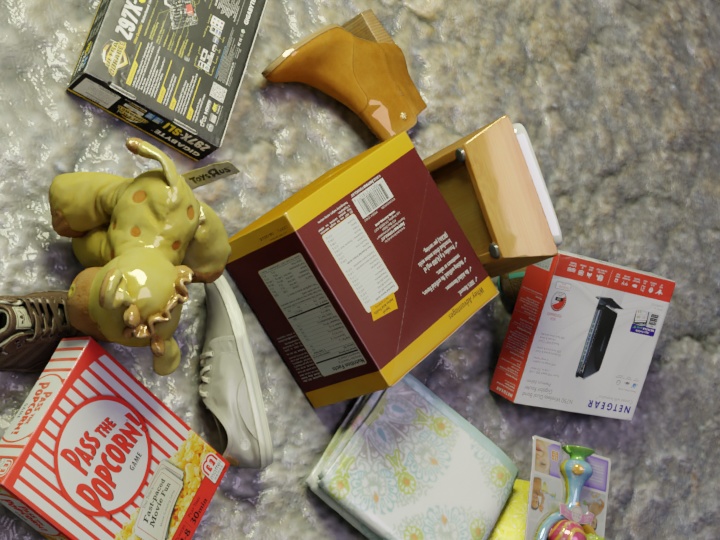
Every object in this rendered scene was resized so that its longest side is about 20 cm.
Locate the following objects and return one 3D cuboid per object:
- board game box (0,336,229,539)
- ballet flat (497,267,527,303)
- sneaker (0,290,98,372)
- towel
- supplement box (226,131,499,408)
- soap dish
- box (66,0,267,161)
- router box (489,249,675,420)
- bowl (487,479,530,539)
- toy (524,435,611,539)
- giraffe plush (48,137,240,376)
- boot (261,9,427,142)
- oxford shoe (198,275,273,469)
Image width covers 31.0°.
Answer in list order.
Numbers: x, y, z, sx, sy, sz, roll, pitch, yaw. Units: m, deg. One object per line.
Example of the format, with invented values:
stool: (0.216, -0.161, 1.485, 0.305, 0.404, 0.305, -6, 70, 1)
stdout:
board game box: (-0.222, 0.179, 1.150, 0.200, 0.046, 0.152, 48, 53, -33)
ballet flat: (0.259, 0.012, 1.584, 0.199, 0.072, 0.068, 6, 71, -37)
sneaker: (-0.300, 0.054, 1.136, 0.199, 0.075, 0.071, -12, 84, -39)
towel: (0.058, 0.217, 1.362, 0.200, 0.048, 0.171, 40, 57, -6)
supplement box: (0.000, 0.000, 1.348, 0.197, 0.133, 0.201, -37, 100, -39)
soap dish: (0.124, -0.068, 1.430, 0.081, 0.200, 0.158, -18, 88, -26)
box: (-0.192, -0.236, 1.326, 0.159, 0.049, 0.201, 27, 62, -26)
router box: (0.265, 0.076, 1.535, 0.199, 0.049, 0.180, 11, 98, -35)
bowl: (0.198, 0.323, 1.422, 0.199, 0.108, 0.201, 12, 70, -35)
toy: (0.225, 0.280, 1.354, 0.115, 0.047, 0.201, 20, 64, -30)
giraffe plush: (-0.194, 0.002, 1.144, 0.172, 0.200, 0.163, 31, 51, -29)
boot: (-0.008, -0.201, 1.441, 0.201, 0.071, 0.144, -34, 95, -44)
oxford shoe: (-0.132, 0.098, 1.263, 0.057, 0.075, 0.201, -11, 82, -11)
